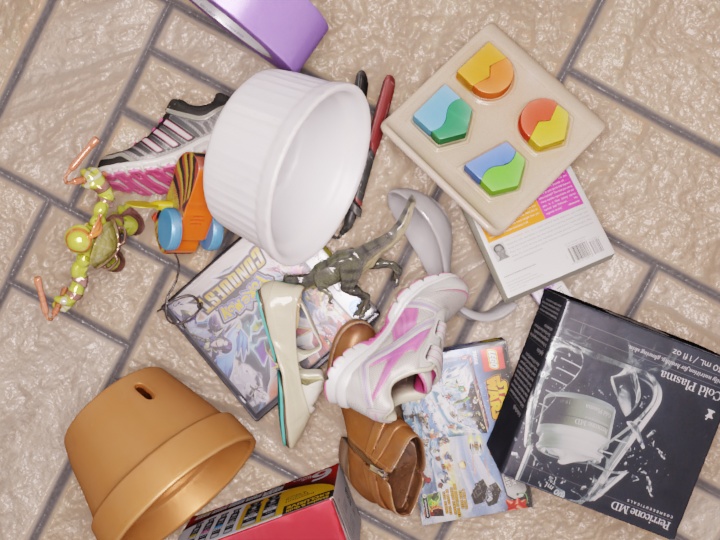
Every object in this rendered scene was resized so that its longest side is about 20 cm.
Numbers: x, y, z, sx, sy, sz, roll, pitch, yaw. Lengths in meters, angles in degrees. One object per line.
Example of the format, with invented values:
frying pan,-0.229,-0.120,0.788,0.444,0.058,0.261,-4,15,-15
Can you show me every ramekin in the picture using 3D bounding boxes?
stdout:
ramekin,-0.079,-0.115,0.887,0.097,0.200,0.202,23,93,20

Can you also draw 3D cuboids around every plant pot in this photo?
plant pot,-0.237,0.206,0.938,0.200,0.200,0.140,-45,74,3

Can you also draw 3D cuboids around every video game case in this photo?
video game case,-0.107,0.048,0.998,0.200,0.026,0.181,-40,91,3

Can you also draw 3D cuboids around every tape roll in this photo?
tape roll,-0.131,-0.297,0.894,0.199,0.200,0.066,36,93,0

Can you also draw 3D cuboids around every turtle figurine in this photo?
turtle figurine,-0.290,-0.043,0.929,0.064,0.161,0.202,14,94,2

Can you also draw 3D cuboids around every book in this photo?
book,0.184,-0.081,0.945,0.132,0.048,0.202,-22,75,-2

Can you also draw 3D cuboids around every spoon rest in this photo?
spoon rest,0.096,-0.014,0.960,0.061,0.099,0.200,-43,99,-13

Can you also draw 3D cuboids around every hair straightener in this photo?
hair straightener,-0.017,-0.138,0.987,0.076,0.041,0.202,15,99,15

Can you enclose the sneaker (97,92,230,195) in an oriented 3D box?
sneaker,-0.218,-0.151,0.970,0.198,0.074,0.088,-15,70,15

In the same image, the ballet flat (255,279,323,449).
ballet flat,-0.073,0.108,0.948,0.069,0.070,0.202,-7,106,2

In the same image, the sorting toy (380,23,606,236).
sorting toy,0.151,-0.165,0.931,0.200,0.037,0.185,-43,79,-13

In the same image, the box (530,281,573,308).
box,0.263,0.085,0.982,0.039,0.041,0.201,-35,92,3

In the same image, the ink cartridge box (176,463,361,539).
ink cartridge box,-0.105,0.311,0.935,0.198,0.176,0.085,-21,92,2

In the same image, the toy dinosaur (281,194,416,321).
toy dinosaur,0.000,0.000,0.944,0.199,0.048,0.088,-31,123,18

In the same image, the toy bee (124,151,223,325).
toy bee,-0.212,-0.058,0.948,0.201,0.130,0.109,-54,46,13

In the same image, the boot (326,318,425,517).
boot,0.023,0.162,0.931,0.073,0.154,0.203,-7,98,-21

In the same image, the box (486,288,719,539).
box,0.268,0.149,0.906,0.198,0.124,0.199,20,95,0

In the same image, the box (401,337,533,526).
box,0.122,0.191,0.991,0.135,0.040,0.203,-9,93,3

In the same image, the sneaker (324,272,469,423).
sneaker,0.057,0.088,0.886,0.088,0.082,0.200,35,69,28
